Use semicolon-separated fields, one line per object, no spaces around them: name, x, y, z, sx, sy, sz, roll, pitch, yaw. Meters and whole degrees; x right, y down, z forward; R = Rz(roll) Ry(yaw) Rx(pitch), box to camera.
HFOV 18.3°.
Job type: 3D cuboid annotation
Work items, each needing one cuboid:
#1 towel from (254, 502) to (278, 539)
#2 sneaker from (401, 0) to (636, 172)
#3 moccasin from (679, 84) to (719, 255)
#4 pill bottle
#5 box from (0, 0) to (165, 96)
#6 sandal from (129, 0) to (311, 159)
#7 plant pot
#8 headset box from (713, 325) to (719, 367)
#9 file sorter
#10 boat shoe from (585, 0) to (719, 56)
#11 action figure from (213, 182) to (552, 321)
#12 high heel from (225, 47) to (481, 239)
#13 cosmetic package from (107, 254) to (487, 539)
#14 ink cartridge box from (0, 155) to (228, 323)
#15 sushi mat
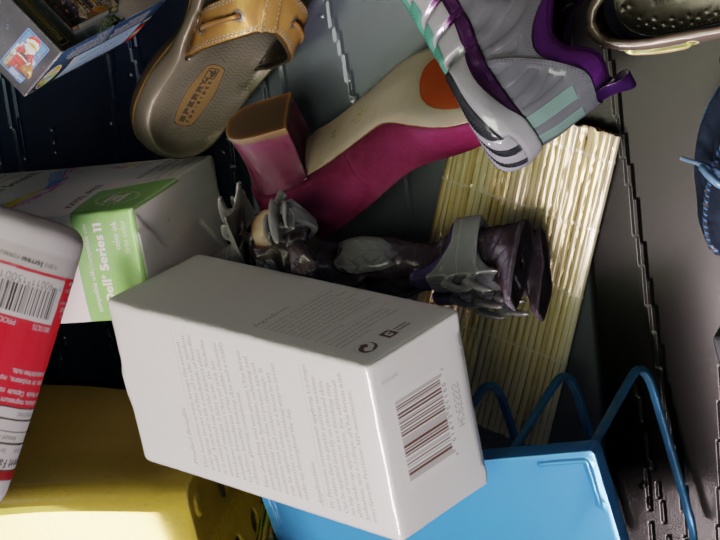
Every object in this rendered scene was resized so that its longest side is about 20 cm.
towel;-0.043;0.178;1.276;0.018;0.200;0.086;-16;103;5
sneaker;0.068;-0.145;1.165;0.087;0.074;0.200;-29;62;5
moccasin;0.207;-0.071;1.128;0.080;0.068;0.200;8;136;3
pill bottle;-0.227;0.059;1.180;0.112;0.112;0.200;17;89;14
box;-0.213;-0.195;1.236;0.200;0.137;0.038;46;118;0
sandal;-0.068;-0.133;1.229;0.082;0.055;0.200;13;125;-32
plant pot;-0.153;0.179;1.328;0.176;0.200;0.200;-9;105;13
headset box;0.294;0.086;1.169;0.200;0.093;0.174;-11;105;24
file sorter;0.072;0.138;1.244;0.200;0.123;0.139;-7;113;28
boat shoe;0.208;-0.157;1.131;0.200;0.060;0.072;-16;102;25
action figure;0.000;0.000;1.231;0.200;0.130;0.069;-1;67;21
high heel;0.030;-0.066;1.240;0.200;0.067;0.096;-6;137;26
cosmetic package;-0.035;0.062;1.169;0.200;0.071;0.102;12;122;43
ink cartridge box;-0.191;-0.015;1.304;0.200;0.117;0.067;-4;106;22
sushi mat;0.081;0.001;1.265;0.096;0.012;0.200;17;114;14
